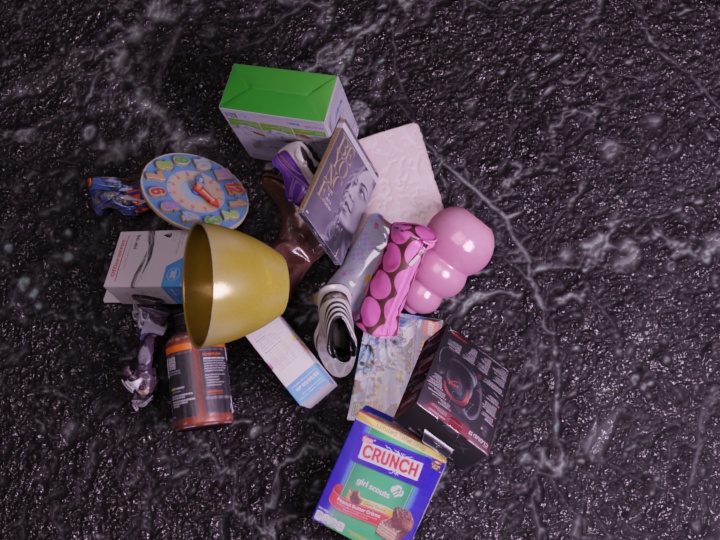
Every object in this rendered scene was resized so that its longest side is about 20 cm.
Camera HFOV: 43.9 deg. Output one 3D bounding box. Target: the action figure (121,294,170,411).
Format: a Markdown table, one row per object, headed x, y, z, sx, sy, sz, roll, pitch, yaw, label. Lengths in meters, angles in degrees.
| x | y | z | sx | sy | sz | roll | pitch | yaw | label |
| --- | --- | --- | --- | --- | --- | --- | --- | --- | --- |
| -0.375 | 0.149 | 1.549 | 0.069 | 0.130 | 0.202 | 7 | 103 | -14 | action figure |

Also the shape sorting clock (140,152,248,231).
| x | y | z | sx | sy | sz | roll | pitch | yaw | label |
| --- | --- | --- | --- | --- | --- | --- | --- | --- | --- |
| -0.295 | -0.142 | 1.603 | 0.200 | 0.200 | 0.039 | 42 | 128 | 11 | shape sorting clock |

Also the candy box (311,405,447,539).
| x | y | z | sx | sy | sz | roll | pitch | yaw | label |
| --- | --- | --- | --- | --- | --- | --- | --- | --- | --- |
| 0.037 | 0.353 | 1.489 | 0.168 | 0.077 | 0.202 | 24 | 93 | 8 | candy box |

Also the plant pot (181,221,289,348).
| x | y | z | sx | sy | sz | roll | pitch | yaw | label |
| --- | --- | --- | --- | --- | --- | --- | --- | --- | --- |
| -0.198 | 0.024 | 1.448 | 0.141 | 0.200 | 0.202 | 1 | 77 | -25 | plant pot |

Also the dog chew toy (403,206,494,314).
| x | y | z | sx | sy | sz | roll | pitch | yaw | label |
| --- | --- | --- | --- | --- | --- | --- | --- | --- | --- |
| 0.141 | -0.010 | 1.551 | 0.124 | 0.124 | 0.201 | 38 | 99 | 12 | dog chew toy |

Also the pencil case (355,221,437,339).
| x | y | z | sx | sy | sz | roll | pitch | yaw | label |
| --- | --- | --- | --- | --- | --- | --- | --- | --- | --- |
| 0.059 | 0.019 | 1.489 | 0.094 | 0.090 | 0.202 | 43 | 120 | 49 | pencil case |

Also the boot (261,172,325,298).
| x | y | z | sx | sy | sz | roll | pitch | yaw | label |
| --- | --- | --- | --- | --- | --- | --- | --- | --- | --- |
| -0.156 | -0.052 | 1.579 | 0.186 | 0.064 | 0.200 | 39 | 67 | 3 | boot |

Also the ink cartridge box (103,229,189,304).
| x | y | z | sx | sy | sz | roll | pitch | yaw | label |
| --- | --- | --- | --- | --- | --- | --- | --- | --- | --- |
| -0.377 | -0.005 | 1.590 | 0.198 | 0.067 | 0.117 | -1 | 61 | 20 | ink cartridge box |

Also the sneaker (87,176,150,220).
| x | y | z | sx | sy | sz | roll | pitch | yaw | label |
| --- | --- | --- | --- | --- | --- | --- | --- | --- | --- |
| -0.408 | -0.132 | 1.660 | 0.198 | 0.075 | 0.079 | 4 | 95 | 9 | sneaker |

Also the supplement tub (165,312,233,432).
| x | y | z | sx | sy | sz | roll | pitch | yaw | label |
| --- | --- | --- | --- | --- | --- | --- | --- | --- | --- |
| -0.283 | 0.175 | 1.561 | 0.106 | 0.107 | 0.202 | -9 | 78 | 4 | supplement tub |

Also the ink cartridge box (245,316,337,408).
| x | y | z | sx | sy | sz | roll | pitch | yaw | label |
| --- | --- | --- | --- | --- | --- | --- | --- | --- | --- |
| -0.132 | 0.139 | 1.548 | 0.068 | 0.115 | 0.200 | -40 | 78 | -3 | ink cartridge box |

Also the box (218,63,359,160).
| x | y | z | sx | sy | sz | roll | pitch | yaw | label |
| --- | --- | --- | --- | --- | --- | --- | --- | --- | --- |
| -0.121 | -0.265 | 1.577 | 0.198 | 0.177 | 0.098 | 10 | 71 | 18 | box |

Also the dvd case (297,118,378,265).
| x | y | z | sx | sy | sz | roll | pitch | yaw | label |
| --- | --- | --- | --- | --- | --- | --- | --- | --- | --- |
| -0.033 | -0.133 | 1.519 | 0.016 | 0.149 | 0.201 | 3 | 57 | 31 | dvd case |

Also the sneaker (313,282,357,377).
| x | y | z | sx | sy | sz | roll | pitch | yaw | label |
| --- | --- | --- | --- | --- | --- | --- | --- | --- | --- |
| -0.041 | 0.131 | 1.491 | 0.075 | 0.202 | 0.116 | -5 | 41 | -1 | sneaker |

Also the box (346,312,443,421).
| x | y | z | sx | sy | sz | roll | pitch | yaw | label |
| --- | --- | --- | --- | --- | --- | --- | --- | --- | --- |
| 0.062 | 0.175 | 1.559 | 0.135 | 0.040 | 0.202 | 10 | 80 | 9 | box |

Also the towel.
| x | y | z | sx | sy | sz | roll | pitch | yaw | label |
| --- | --- | --- | --- | --- | --- | --- | --- | --- | --- |
| 0.043 | -0.151 | 1.629 | 0.189 | 0.032 | 0.202 | -17 | 77 | 3 | towel |

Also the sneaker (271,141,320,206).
| x | y | z | sx | sy | sz | roll | pitch | yaw | label |
| --- | --- | --- | --- | --- | --- | --- | --- | --- | --- |
| -0.085 | -0.129 | 1.561 | 0.083 | 0.081 | 0.201 | -22 | 108 | 25 | sneaker |

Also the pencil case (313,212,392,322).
| x | y | z | sx | sy | sz | roll | pitch | yaw | label |
| --- | --- | --- | --- | --- | --- | --- | --- | --- | --- |
| 0.000 | 0.000 | 1.561 | 0.201 | 0.083 | 0.091 | -55 | 47 | 7 | pencil case |

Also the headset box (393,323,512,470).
| x | y | z | sx | sy | sz | roll | pitch | yaw | label |
| --- | --- | --- | --- | --- | --- | --- | --- | --- | --- |
| 0.150 | 0.212 | 1.453 | 0.148 | 0.075 | 0.201 | 36 | 46 | -10 | headset box |
